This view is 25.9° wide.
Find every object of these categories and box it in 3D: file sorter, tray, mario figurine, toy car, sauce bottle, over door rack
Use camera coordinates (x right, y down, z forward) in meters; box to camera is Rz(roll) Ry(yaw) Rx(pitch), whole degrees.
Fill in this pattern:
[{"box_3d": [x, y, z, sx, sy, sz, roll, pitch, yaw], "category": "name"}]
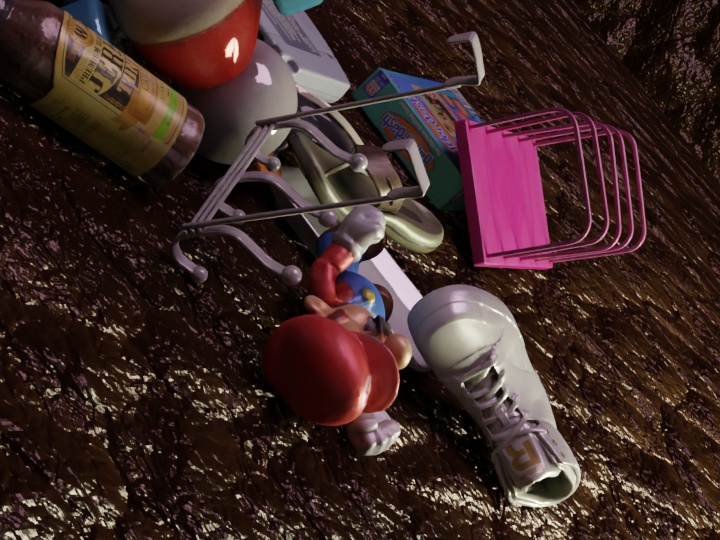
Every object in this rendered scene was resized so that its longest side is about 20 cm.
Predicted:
[{"box_3d": [0.195, -0.080, 1.551, 0.200, 0.125, 0.140, 2, 80, -64], "category": "file sorter"}, {"box_3d": [0.000, 0.000, 1.228, 0.200, 0.022, 0.107, 52, 21, 11], "category": "tray"}, {"box_3d": [0.006, 0.038, 1.042, 0.123, 0.106, 0.200, 45, 21, -15], "category": "mario figurine"}, {"box_3d": [-0.104, -0.156, 1.153, 0.177, 0.183, 0.201, -106, 175, -53], "category": "toy car"}, {"box_3d": [-0.192, -0.129, 1.011, 0.200, 0.065, 0.065, 34, 24, -32], "category": "sauce bottle"}, {"box_3d": [-0.014, -0.063, 1.017, 0.067, 0.199, 0.148, 55, 36, -23], "category": "over door rack"}]

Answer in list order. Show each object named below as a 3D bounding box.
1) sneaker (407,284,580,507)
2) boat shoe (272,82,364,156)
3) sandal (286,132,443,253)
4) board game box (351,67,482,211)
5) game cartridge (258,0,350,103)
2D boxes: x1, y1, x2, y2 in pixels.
[{"box_3d": [0.108, 0.099, 1.151, 0.200, 0.073, 0.116, 48, 14, -46], "category": "sneaker"}, {"box_3d": [-0.073, -0.123, 1.287, 0.200, 0.072, 0.063, 42, 63, -31], "category": "boat shoe"}, {"box_3d": [0.010, -0.073, 1.266, 0.201, 0.057, 0.080, 21, 32, -52], "category": "sandal"}, {"box_3d": [0.089, -0.131, 1.622, 0.152, 0.045, 0.200, 55, 21, 15], "category": "board game box"}, {"box_3d": [-0.093, -0.242, 1.468, 0.200, 0.041, 0.133, 56, 17, 21], "category": "game cartridge"}]
